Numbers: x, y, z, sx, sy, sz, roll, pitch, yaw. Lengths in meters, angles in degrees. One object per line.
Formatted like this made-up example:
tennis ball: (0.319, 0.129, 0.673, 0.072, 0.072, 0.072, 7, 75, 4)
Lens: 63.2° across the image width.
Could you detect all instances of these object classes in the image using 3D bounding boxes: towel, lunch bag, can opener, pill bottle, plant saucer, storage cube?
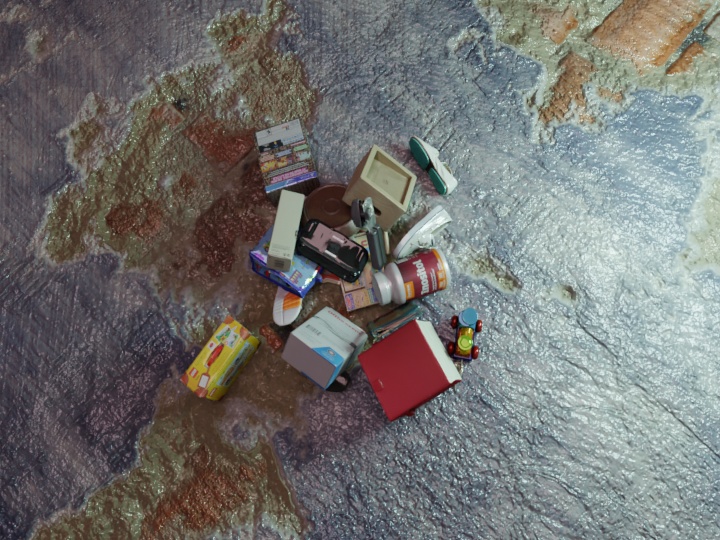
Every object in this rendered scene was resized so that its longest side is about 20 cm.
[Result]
towel: (0.083, 0.123, 1.514, 0.144, 0.200, 0.022, -28, 94, -3)
lunch bag: (-0.185, -0.029, 1.617, 0.197, 0.095, 0.152, 30, 63, 15)
can opener: (0.021, -0.099, 1.559, 0.065, 0.205, 0.054, 4, 33, 25)
pill bottle: (0.134, 0.022, 1.564, 0.194, 0.113, 0.116, -19, 72, -10)
plant saucer: (-0.079, -0.172, 1.646, 0.193, 0.035, 0.206, -2, 58, 4)
storage cube: (0.125, 0.243, 1.461, 0.177, 0.170, 0.204, -32, 73, 13)

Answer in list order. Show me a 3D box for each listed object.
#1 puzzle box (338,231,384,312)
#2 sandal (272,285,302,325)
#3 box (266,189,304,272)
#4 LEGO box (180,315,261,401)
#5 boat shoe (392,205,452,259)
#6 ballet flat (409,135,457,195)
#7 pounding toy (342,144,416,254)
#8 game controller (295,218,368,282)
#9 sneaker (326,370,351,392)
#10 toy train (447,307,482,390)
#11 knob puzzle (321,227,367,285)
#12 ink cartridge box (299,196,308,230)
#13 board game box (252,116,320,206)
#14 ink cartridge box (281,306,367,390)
puzzle box: (0.000, 0.000, 1.624, 0.129, 0.025, 0.206, -14, 80, -6)
sandal: (-0.194, 0.071, 1.631, 0.076, 0.060, 0.211, -4, 52, 7)
box: (-0.200, -0.106, 1.567, 0.066, 0.083, 0.206, 11, 64, -6)
LEGO box: (-0.363, 0.237, 1.548, 0.076, 0.149, 0.202, 33, 79, 14)
boat shoe: (0.182, -0.087, 1.633, 0.201, 0.075, 0.086, -42, 76, -17)
ballet flat: (0.214, -0.310, 1.701, 0.068, 0.070, 0.203, -31, 77, -4)
pounding toy: (0.057, -0.194, 1.616, 0.198, 0.142, 0.187, 34, 46, -13)
game controller: (-0.076, -0.054, 1.586, 0.196, 0.042, 0.106, 30, 85, -3)
sneaker: (-0.116, 0.260, 1.553, 0.196, 0.079, 0.077, 27, 77, 11)
toy train: (0.267, 0.202, 1.511, 0.082, 0.116, 0.206, 9, 74, 9)
knob puzzle: (-0.080, -0.061, 1.669, 0.212, 0.031, 0.227, -2, 74, 6)
ink cartridge box: (-0.101, -0.166, 1.686, 0.193, 0.040, 0.102, -1, 58, 5)
board game box: (-0.216, -0.320, 1.723, 0.155, 0.097, 0.206, -16, 73, 1)
ink cartridge box: (-0.089, 0.194, 1.505, 0.143, 0.199, 0.085, 33, 117, 13)
